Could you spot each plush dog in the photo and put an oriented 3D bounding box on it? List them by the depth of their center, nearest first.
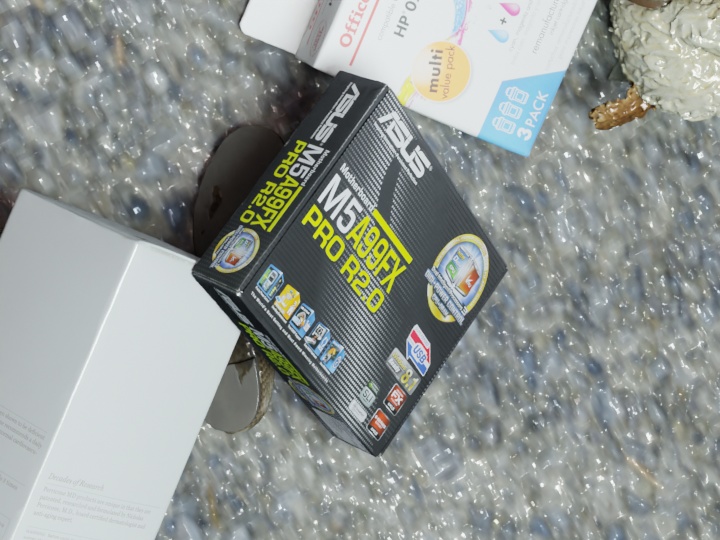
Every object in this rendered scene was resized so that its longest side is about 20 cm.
[{"bbox_3d":[0.204,-0.187,1.139,0.160,0.200,0.172,-19,121,0],"label":"plush dog"}]

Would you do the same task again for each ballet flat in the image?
[{"bbox_3d":[-0.074,0.006,1.169,0.067,0.046,0.201,3,90,15],"label":"ballet flat"}]

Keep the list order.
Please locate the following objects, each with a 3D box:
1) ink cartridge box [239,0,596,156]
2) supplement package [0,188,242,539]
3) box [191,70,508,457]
[{"bbox_3d":[0.036,-0.165,1.158,0.199,0.068,0.116,21,98,-17],"label":"ink cartridge box"},{"bbox_3d":[-0.171,0.070,1.087,0.117,0.117,0.201,23,90,-50],"label":"supplement package"},{"bbox_3d":[0.000,0.000,1.122,0.160,0.044,0.200,-54,138,-16],"label":"box"}]
